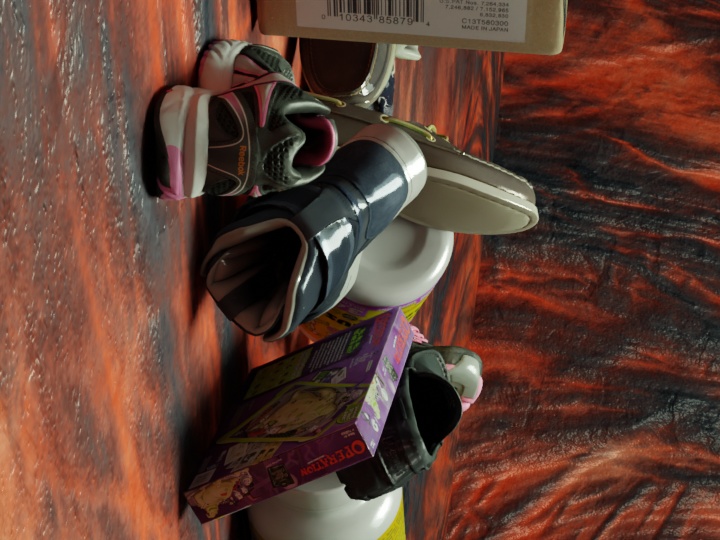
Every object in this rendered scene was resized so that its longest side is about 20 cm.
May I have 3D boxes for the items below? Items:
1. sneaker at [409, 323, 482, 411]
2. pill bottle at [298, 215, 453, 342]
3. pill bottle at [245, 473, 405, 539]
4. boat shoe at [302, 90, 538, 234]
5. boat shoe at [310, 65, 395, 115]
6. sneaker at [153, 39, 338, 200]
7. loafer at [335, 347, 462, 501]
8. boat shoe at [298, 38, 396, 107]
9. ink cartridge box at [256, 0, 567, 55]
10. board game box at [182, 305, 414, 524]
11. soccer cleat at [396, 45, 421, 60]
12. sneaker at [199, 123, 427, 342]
[{"bbox_3d":[0.026,0.068,1.452,0.200,0.079,0.095,-13,-125,51],"label":"sneaker"},{"bbox_3d":[0.000,0.000,1.342,0.200,0.104,0.104,117,-18,-71],"label":"pill bottle"},{"bbox_3d":[-0.024,0.180,1.322,0.200,0.112,0.113,86,12,-50],"label":"pill bottle"},{"bbox_3d":[0.026,-0.073,1.225,0.072,0.200,0.060,120,-20,-61],"label":"boat shoe"},{"bbox_3d":[-0.012,-0.151,1.391,0.093,0.075,0.200,79,9,-47],"label":"boat shoe"},{"bbox_3d":[-0.053,-0.076,1.029,0.200,0.086,0.080,-68,163,-67],"label":"sneaker"},{"bbox_3d":[0.037,0.096,1.220,0.068,0.070,0.201,67,19,-9],"label":"loafer"},{"bbox_3d":[-0.016,-0.210,1.327,0.073,0.074,0.200,59,27,-61],"label":"boat shoe"},{"bbox_3d":[0.034,-0.226,1.148,0.075,0.200,0.165,-78,169,-47],"label":"ink cartridge box"},{"bbox_3d":[-0.034,0.089,1.174,0.032,0.120,0.200,59,18,-12],"label":"board game box"},{"bbox_3d":[0.055,-0.242,1.475,0.200,0.086,0.070,130,-28,-50],"label":"soccer cleat"},{"bbox_3d":[-0.053,0.002,1.155,0.146,0.077,0.202,-44,175,-39],"label":"sneaker"}]
